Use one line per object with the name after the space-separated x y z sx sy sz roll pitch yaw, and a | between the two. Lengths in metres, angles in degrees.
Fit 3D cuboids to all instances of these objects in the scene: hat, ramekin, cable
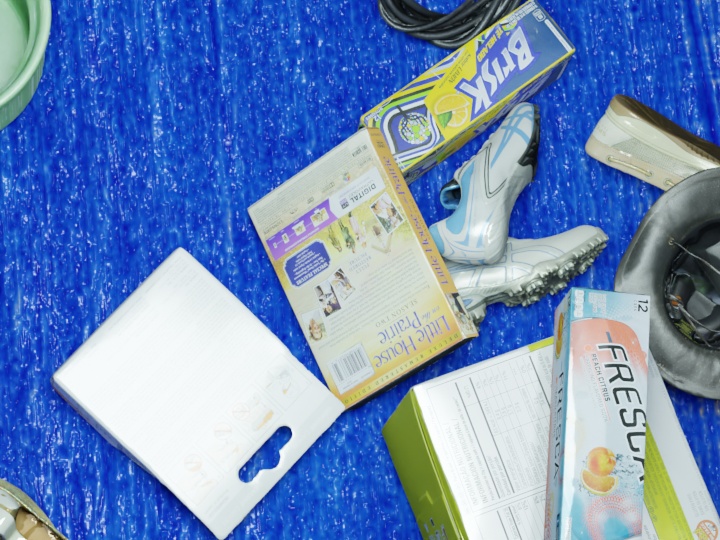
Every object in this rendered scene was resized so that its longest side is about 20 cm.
0.317 0.014 1.717 0.199 0.081 0.202 0 85 4 | hat
-0.365 -0.204 1.696 0.199 0.098 0.201 2 74 -6 | ramekin
0.098 -0.289 1.747 0.200 0.163 0.051 -36 43 -1 | cable

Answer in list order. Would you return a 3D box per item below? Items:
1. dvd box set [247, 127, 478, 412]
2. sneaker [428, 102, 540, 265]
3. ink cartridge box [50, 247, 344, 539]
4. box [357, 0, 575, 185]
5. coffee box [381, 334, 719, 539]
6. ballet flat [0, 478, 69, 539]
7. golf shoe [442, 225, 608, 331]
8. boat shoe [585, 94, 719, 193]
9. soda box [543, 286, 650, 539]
0.000 0.000 1.668 0.146 0.029 0.201 -33 76 31 | dvd box set
0.112 -0.083 1.700 0.072 0.072 0.200 13 44 13 | sneaker
-0.138 0.105 1.668 0.200 0.050 0.162 44 74 -1 | ink cartridge box
0.092 -0.155 1.744 0.200 0.070 0.064 -36 81 -14 | box
0.149 0.172 1.592 0.197 0.200 0.201 -19 79 -10 | coffee box
-0.277 0.224 1.604 0.200 0.071 0.071 39 74 6 | ballet flat
0.118 -0.010 1.707 0.199 0.078 0.098 -24 72 -13 | golf shoe
0.295 -0.082 1.752 0.199 0.072 0.065 29 110 -9 | boat shoe
0.177 0.117 1.469 0.063 0.068 0.201 5 73 -5 | soda box
